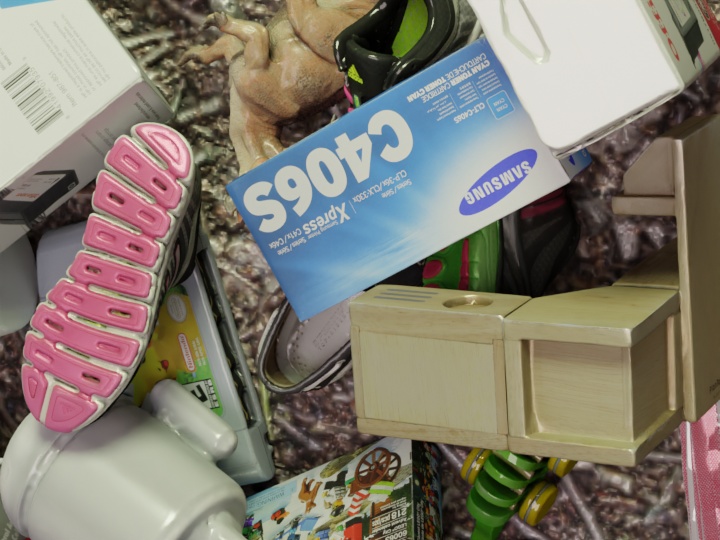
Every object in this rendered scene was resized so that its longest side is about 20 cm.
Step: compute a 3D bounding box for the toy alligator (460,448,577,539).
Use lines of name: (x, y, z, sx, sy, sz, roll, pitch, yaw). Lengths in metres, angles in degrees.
toy alligator: (0.111, 0.098, 1.354, 0.059, 0.054, 0.201, 34, 112, 18)

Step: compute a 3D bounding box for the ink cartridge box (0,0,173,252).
ink cartridge box: (-0.243, -0.101, 1.362, 0.200, 0.084, 0.145, -38, 73, 0)

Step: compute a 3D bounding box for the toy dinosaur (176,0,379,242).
toy dinosaur: (-0.029, -0.127, 1.338, 0.135, 0.086, 0.200, 42, 102, -4)

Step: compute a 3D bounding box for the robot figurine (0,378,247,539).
robot figurine: (-0.154, 0.153, 1.394, 0.200, 0.113, 0.170, 36, 77, 22)

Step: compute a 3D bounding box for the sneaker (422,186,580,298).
sneaker: (0.094, -0.044, 1.322, 0.077, 0.083, 0.202, 22, 99, 49)

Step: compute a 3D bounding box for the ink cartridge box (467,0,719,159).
ink cartridge box: (0.128, -0.156, 1.198, 0.085, 0.200, 0.148, -28, 94, 19)

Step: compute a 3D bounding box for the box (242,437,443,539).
box: (-0.037, 0.199, 1.400, 0.199, 0.137, 0.038, -26, 131, 25)

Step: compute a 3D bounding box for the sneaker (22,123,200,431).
sneaker: (-0.148, 0.008, 1.360, 0.073, 0.087, 0.201, 20, 90, 12)

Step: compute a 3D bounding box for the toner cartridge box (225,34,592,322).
toner cartridge box: (0.025, -0.055, 1.237, 0.199, 0.043, 0.095, -28, 95, 30)

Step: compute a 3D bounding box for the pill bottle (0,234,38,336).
pill bottle: (-0.327, 0.021, 1.469, 0.199, 0.114, 0.115, -18, 98, 24)

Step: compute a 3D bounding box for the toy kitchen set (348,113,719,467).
toy kitchen set: (0.117, -0.004, 1.254, 0.179, 0.200, 0.165, 4, 107, 28)

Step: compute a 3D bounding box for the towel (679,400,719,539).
towel: (0.298, 0.136, 1.314, 0.198, 0.030, 0.148, -4, 103, 19)

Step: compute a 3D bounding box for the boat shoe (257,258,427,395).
boat shoe: (0.000, 0.000, 1.368, 0.074, 0.060, 0.200, 44, 114, 9)

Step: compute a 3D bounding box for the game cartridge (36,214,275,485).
game cartridge: (-0.145, 0.059, 1.455, 0.133, 0.040, 0.201, -13, 100, 27)

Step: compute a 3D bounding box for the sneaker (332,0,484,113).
sneaker: (0.015, -0.103, 1.293, 0.074, 0.087, 0.201, 29, 98, 45)

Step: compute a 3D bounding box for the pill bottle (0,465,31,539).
pill bottle: (-0.308, 0.153, 1.451, 0.113, 0.114, 0.200, -26, 130, 25)
